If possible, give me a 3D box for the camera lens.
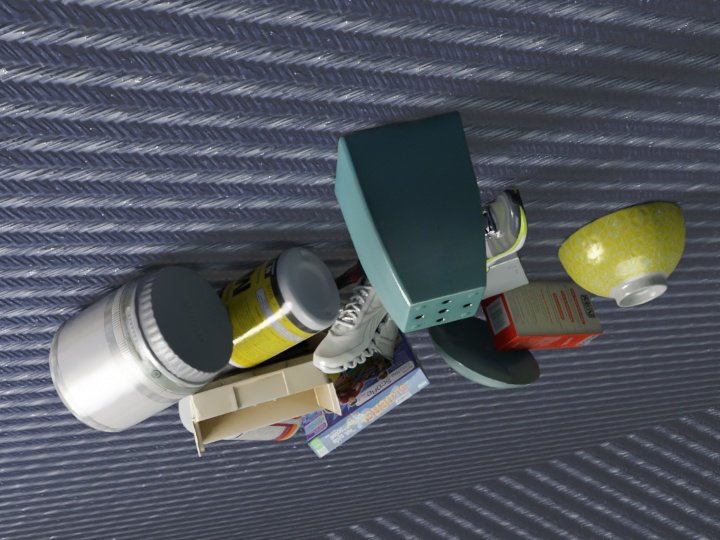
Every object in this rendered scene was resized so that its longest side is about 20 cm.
[{"bbox_3d":[-0.279,0.100,1.487,0.199,0.162,0.159,-28,156,29],"label":"camera lens"}]

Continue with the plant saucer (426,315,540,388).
[{"bbox_3d":[0.189,0.136,1.881,0.199,0.201,0.039,3,121,-40],"label":"plant saucer"}]

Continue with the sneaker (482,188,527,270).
[{"bbox_3d":[0.157,-0.044,1.582,0.080,0.075,0.200,-2,153,-25],"label":"sneaker"}]

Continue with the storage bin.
[{"bbox_3d":[-0.141,0.180,1.647,0.198,0.095,0.198,-15,179,-9],"label":"storage bin"}]

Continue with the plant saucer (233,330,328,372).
[{"bbox_3d":[-0.131,0.112,1.736,0.198,0.030,0.200,-17,162,-6],"label":"plant saucer"}]

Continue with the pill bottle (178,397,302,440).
[{"bbox_3d":[-0.192,0.220,1.919,0.109,0.111,0.199,-30,154,33],"label":"pill bottle"}]

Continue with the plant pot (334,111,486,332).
[{"bbox_3d":[0.065,-0.044,1.329,0.140,0.202,0.142,-13,160,-9],"label":"plant pot"}]

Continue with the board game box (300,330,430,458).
[{"bbox_3d":[0.000,0.181,1.777,0.199,0.136,0.035,-34,116,5],"label":"board game box"}]

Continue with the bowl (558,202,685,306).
[{"bbox_3d":[0.413,-0.009,1.805,0.198,0.109,0.200,-15,159,-6],"label":"bowl"}]

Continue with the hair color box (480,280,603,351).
[{"bbox_3d":[0.295,0.072,1.928,0.198,0.103,0.061,0,153,-36],"label":"hair color box"}]

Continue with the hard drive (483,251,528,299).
[{"bbox_3d":[0.154,0.025,1.810,0.198,0.027,0.132,-20,159,9],"label":"hard drive"}]

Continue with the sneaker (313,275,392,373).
[{"bbox_3d":[0.005,0.053,1.561,0.200,0.075,0.082,-44,131,-24],"label":"sneaker"}]

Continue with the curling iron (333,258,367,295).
[{"bbox_3d":[0.000,0.000,1.616,0.199,0.026,0.049,-37,167,19],"label":"curling iron"}]

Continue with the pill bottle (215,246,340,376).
[{"bbox_3d":[-0.134,0.060,1.560,0.199,0.115,0.114,-29,156,29],"label":"pill bottle"}]

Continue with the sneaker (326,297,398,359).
[{"bbox_3d":[0.006,0.065,1.697,0.074,0.088,0.200,16,171,21],"label":"sneaker"}]
